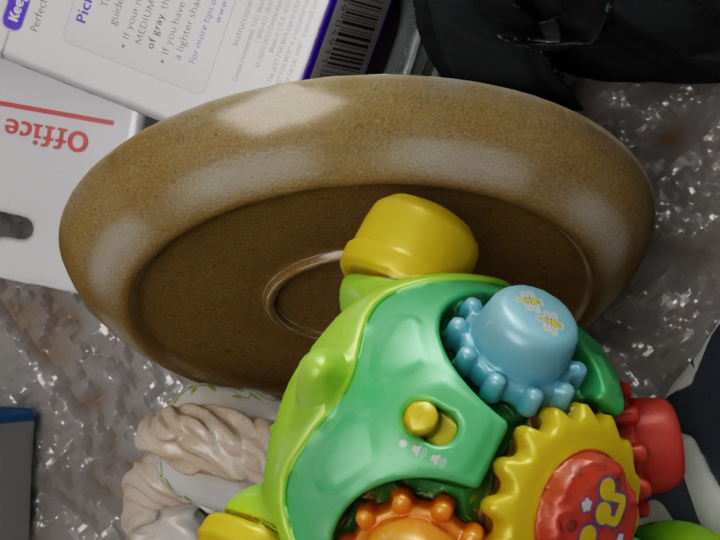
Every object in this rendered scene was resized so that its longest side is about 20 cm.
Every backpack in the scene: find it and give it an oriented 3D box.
[{"bbox_3d":[0.087,-0.118,0.768,0.167,0.200,0.127,-6,86,25],"label":"backpack"}]

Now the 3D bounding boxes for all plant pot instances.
[{"bbox_3d":[0.000,0.000,0.808,0.200,0.200,0.028,-17,60,23],"label":"plant pot"}]

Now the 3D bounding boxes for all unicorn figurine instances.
[{"bbox_3d":[-0.032,0.076,0.865,0.137,0.200,0.074,3,63,10],"label":"unicorn figurine"}]

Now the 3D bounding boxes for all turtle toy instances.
[{"bbox_3d":[0.048,0.077,0.735,0.101,0.200,0.146,10,67,46],"label":"turtle toy"}]

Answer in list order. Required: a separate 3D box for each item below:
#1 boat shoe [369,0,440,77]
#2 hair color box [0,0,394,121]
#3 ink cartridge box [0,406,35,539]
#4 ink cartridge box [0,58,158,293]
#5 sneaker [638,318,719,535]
[{"bbox_3d":[-0.009,-0.081,0.883,0.074,0.065,0.202,13,92,23],"label":"boat shoe"},{"bbox_3d":[-0.086,-0.119,0.849,0.200,0.065,0.109,23,97,18],"label":"hair color box"},{"bbox_3d":[-0.249,0.091,0.943,0.200,0.144,0.085,3,91,24],"label":"ink cartridge box"},{"bbox_3d":[-0.113,-0.096,0.929,0.116,0.067,0.200,12,93,23],"label":"ink cartridge box"},{"bbox_3d":[0.190,0.060,0.782,0.199,0.079,0.130,26,108,33],"label":"sneaker"}]
